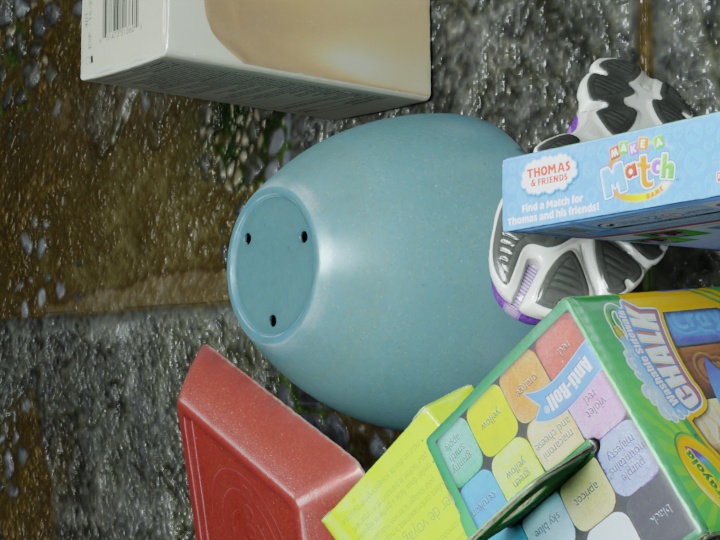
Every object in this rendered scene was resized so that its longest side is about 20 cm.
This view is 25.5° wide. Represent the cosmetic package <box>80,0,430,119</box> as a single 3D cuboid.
[{"bbox_3d":[-0.062,-0.145,0.990,0.105,0.200,0.071,-5,82,50],"label":"cosmetic package"}]

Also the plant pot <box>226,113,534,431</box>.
[{"bbox_3d":[0.000,0.000,0.955,0.200,0.135,0.201,-5,84,51],"label":"plant pot"}]

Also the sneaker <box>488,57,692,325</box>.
[{"bbox_3d":[0.115,-0.027,0.804,0.081,0.200,0.084,30,130,7],"label":"sneaker"}]

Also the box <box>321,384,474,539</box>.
[{"bbox_3d":[0.076,0.173,0.820,0.200,0.048,0.122,52,133,16],"label":"box"}]

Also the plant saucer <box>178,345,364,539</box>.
[{"bbox_3d":[-0.058,0.174,1.023,0.200,0.037,0.200,31,133,50],"label":"plant saucer"}]

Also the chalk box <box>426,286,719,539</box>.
[{"bbox_3d":[0.123,0.092,0.738,0.125,0.200,0.124,-48,57,37],"label":"chalk box"}]

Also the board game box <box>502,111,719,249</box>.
[{"bbox_3d":[0.184,-0.034,0.677,0.151,0.200,0.037,-9,79,50],"label":"board game box"}]
